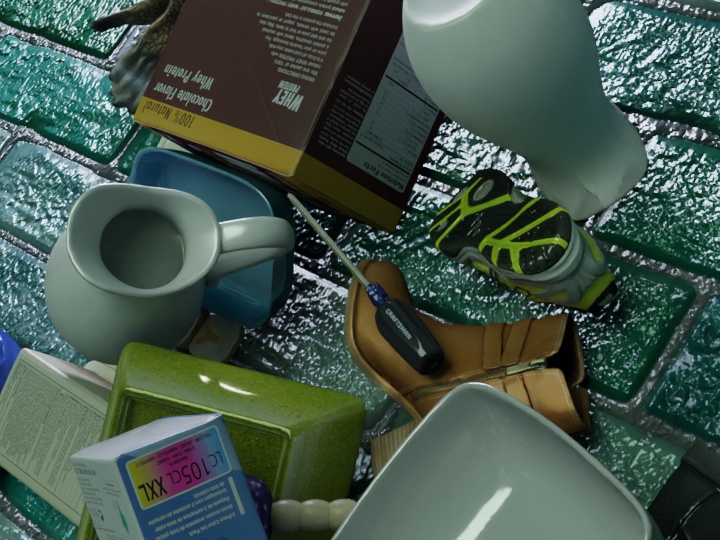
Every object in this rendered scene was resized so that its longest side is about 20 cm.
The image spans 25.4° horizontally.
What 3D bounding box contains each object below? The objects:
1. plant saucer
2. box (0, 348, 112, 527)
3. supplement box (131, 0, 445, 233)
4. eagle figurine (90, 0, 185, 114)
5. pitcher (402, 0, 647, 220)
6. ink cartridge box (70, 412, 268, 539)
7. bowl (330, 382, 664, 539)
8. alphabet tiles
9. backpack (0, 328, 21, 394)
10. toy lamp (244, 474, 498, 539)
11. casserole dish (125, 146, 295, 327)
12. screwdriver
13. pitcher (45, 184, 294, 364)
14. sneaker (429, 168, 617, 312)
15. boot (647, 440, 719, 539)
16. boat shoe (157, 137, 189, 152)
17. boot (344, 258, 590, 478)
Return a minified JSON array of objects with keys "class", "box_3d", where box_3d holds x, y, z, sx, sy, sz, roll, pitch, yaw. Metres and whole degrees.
[{"class":"plant saucer","box_3d":[-0.112,0.163,1.095,0.198,0.048,0.202,12,87,23]},{"class":"box","box_3d":[-0.205,0.141,1.241,0.199,0.077,0.096,26,91,46]},{"class":"supplement box","box_3d":[-0.040,-0.165,1.268,0.196,0.132,0.201,21,86,41]},{"class":"eagle figurine","box_3d":[-0.167,-0.261,1.514,0.201,0.150,0.152,-60,-10,30]},{"class":"pitcher","box_3d":[0.107,-0.152,1.128,0.121,0.200,0.172,-38,41,9]},{"class":"ink cartridge box","box_3d":[-0.099,0.193,0.965,0.076,0.202,0.136,-19,2,-21]},{"class":"bowl","box_3d":[0.074,0.186,0.913,0.200,0.075,0.200,-53,41,0]},{"class":"alphabet tiles","box_3d":[-0.166,0.038,1.347,0.195,0.015,0.201,20,74,46]},{"class":"backpack","box_3d":[-0.383,0.118,1.356,0.200,0.168,0.162,-47,48,-5]},{"class":"toy lamp","box_3d":[0.021,0.157,1.018,0.198,0.058,0.059,0,55,5]},{"class":"casserole dish","box_3d":[-0.117,-0.032,1.285,0.199,0.039,0.122,23,119,40]},{"class":"screwdriver","box_3d":[0.000,0.000,1.109,0.029,0.028,0.200,-58,48,27]},{"class":"pitcher","box_3d":[-0.149,0.000,1.207,0.200,0.170,0.122,136,131,-67]},{"class":"sneaker","box_3d":[0.110,-0.015,1.122,0.075,0.076,0.200,-47,24,2]},{"class":"boot","box_3d":[0.179,0.214,0.891,0.200,0.066,0.165,-47,34,-4]},{"class":"boat shoe","box_3d":[-0.181,-0.050,1.386,0.201,0.073,0.062,-56,-2,-2]},{"class":"boot","box_3d":[0.075,0.056,1.095,0.154,0.074,0.201,-26,57,23]}]
